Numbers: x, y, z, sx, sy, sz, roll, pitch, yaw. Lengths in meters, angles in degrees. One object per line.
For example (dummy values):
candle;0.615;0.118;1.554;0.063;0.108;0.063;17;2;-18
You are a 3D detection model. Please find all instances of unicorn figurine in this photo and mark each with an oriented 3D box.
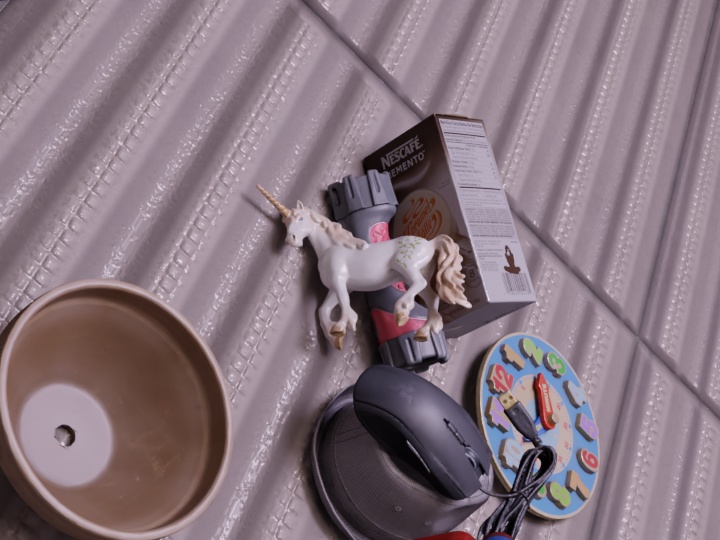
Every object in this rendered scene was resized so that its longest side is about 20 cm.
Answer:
unicorn figurine;0.000;0.000;1.278;0.200;0.074;0.138;2;63;-2

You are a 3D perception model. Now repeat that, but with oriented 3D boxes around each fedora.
fedora;0.052;0.179;1.245;0.200;0.090;0.177;37;48;-26

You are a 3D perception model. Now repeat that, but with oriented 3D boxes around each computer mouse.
computer mouse;0.095;0.137;1.203;0.200;0.046;0.140;47;52;-3

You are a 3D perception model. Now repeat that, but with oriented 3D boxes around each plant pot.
plant pot;-0.202;0.115;1.028;0.201;0.093;0.201;22;55;-35

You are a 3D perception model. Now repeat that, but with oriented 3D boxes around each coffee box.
coffee box;0.088;-0.043;1.381;0.080;0.114;0.200;0;69;-44

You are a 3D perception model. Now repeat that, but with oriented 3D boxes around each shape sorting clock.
shape sorting clock;0.190;0.161;1.430;0.200;0.039;0.200;22;56;-36

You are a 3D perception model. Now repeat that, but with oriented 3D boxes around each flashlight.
flashlight;0.031;0.001;1.335;0.068;0.068;0.200;2;69;-48

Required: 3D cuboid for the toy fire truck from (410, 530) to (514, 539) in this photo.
toy fire truck;0.099;0.299;1.143;0.200;0.168;0.112;45;25;1
